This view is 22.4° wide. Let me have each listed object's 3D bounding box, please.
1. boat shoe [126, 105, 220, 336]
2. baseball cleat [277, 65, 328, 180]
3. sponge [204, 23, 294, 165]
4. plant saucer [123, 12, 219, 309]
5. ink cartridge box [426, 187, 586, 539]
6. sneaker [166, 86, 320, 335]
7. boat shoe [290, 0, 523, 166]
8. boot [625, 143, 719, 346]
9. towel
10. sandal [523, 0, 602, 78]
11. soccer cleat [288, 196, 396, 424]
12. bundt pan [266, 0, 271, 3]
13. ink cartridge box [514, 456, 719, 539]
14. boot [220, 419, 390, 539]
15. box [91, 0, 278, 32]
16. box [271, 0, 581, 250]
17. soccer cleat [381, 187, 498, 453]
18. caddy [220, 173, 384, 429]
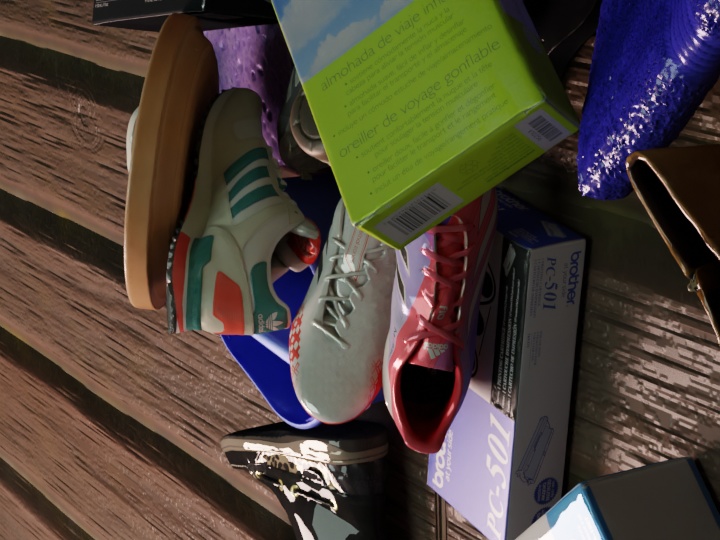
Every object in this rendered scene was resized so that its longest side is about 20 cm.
[{"bbox_3d":[-0.142,-0.042,1.430,0.071,0.070,0.202,24,137,58],"label":"boat shoe"},{"bbox_3d":[-0.010,-0.157,1.211,0.200,0.069,0.107,122,143,-45],"label":"baseball cleat"},{"bbox_3d":[-0.087,-0.138,1.371,0.199,0.030,0.113,9,107,59],"label":"sponge"},{"bbox_3d":[-0.125,-0.073,1.240,0.200,0.032,0.202,8,-90,-88],"label":"plant saucer"},{"bbox_3d":[0.087,0.060,1.119,0.094,0.044,0.202,37,130,52],"label":"ink cartridge box"},{"bbox_3d":[-0.069,-0.036,1.203,0.071,0.092,0.201,95,-176,-50],"label":"sneaker"},{"bbox_3d":[0.047,-0.136,1.027,0.200,0.076,0.072,-45,52,17],"label":"boat shoe"},{"bbox_3d":[0.185,-0.048,0.752,0.068,0.199,0.190,-44,62,55],"label":"boot"},{"bbox_3d":[0.156,-0.140,0.848,0.200,0.049,0.148,119,175,-51],"label":"towel"},{"bbox_3d":[0.086,-0.127,1.058,0.076,0.043,0.201,62,147,27],"label":"sandal"},{"bbox_3d":[0.000,0.000,1.142,0.085,0.068,0.201,93,-167,-57],"label":"soccer cleat"},{"bbox_3d":[-0.037,-0.259,1.130,0.201,0.075,0.204,-25,59,53],"label":"bundt pan"},{"bbox_3d":[0.140,0.216,1.040,0.200,0.084,0.145,-52,55,52],"label":"ink cartridge box"},{"bbox_3d":[-0.034,0.188,1.353,0.199,0.073,0.152,-7,94,55],"label":"boot"},{"bbox_3d":[-0.119,-0.248,1.316,0.199,0.078,0.143,9,96,59],"label":"box"},{"bbox_3d":[0.024,-0.126,0.960,0.122,0.048,0.201,-33,57,21],"label":"box"},{"bbox_3d":[0.044,0.012,1.051,0.077,0.066,0.201,-94,7,-56],"label":"soccer cleat"},{"bbox_3d":[-0.047,0.019,1.276,0.200,0.104,0.142,48,137,43],"label":"caddy"}]
